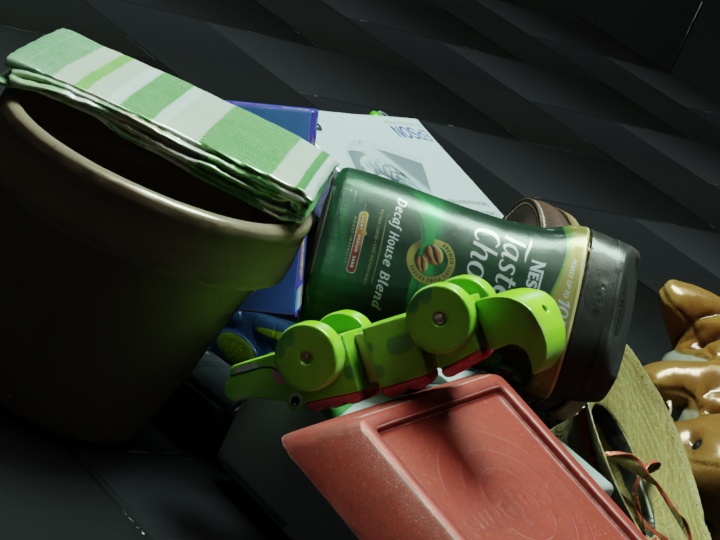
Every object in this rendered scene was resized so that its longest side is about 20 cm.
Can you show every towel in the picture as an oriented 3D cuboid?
[{"bbox_3d":[-0.112,-0.090,1.232,0.199,0.024,0.153,24,15,0],"label":"towel"}]

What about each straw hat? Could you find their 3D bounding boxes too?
[{"bbox_3d":[0.161,0.144,1.381,0.201,0.085,0.202,48,27,-35],"label":"straw hat"}]

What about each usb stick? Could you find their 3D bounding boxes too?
[{"bbox_3d":[-0.124,0.056,1.334,0.055,0.033,0.200,0,24,-42],"label":"usb stick"}]

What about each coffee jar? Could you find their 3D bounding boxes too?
[{"bbox_3d":[0.067,0.011,1.234,0.198,0.105,0.085,14,-19,0],"label":"coffee jar"}]

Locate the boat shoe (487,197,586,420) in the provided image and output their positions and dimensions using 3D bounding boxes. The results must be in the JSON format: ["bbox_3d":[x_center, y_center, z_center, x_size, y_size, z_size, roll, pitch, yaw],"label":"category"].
[{"bbox_3d":[0.111,0.012,1.353,0.070,0.071,0.201,26,30,-20],"label":"boat shoe"}]

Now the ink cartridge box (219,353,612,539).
[{"bbox_3d":[0.037,0.127,1.255,0.199,0.084,0.146,8,24,-46],"label":"ink cartridge box"}]

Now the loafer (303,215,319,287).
[{"bbox_3d":[0.000,0.000,1.438,0.073,0.071,0.200,20,15,-32],"label":"loafer"}]

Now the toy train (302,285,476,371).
[{"bbox_3d":[-0.015,0.043,1.531,0.199,0.056,0.150,35,14,28],"label":"toy train"}]

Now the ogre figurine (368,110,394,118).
[{"bbox_3d":[0.043,-0.022,1.611,0.098,0.201,0.120,-17,47,-37],"label":"ogre figurine"}]

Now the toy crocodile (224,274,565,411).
[{"bbox_3d":[0.017,0.046,1.138,0.198,0.062,0.067,-16,-1,18],"label":"toy crocodile"}]

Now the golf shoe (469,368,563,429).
[{"bbox_3d":[0.104,0.096,1.454,0.088,0.078,0.200,23,-10,23],"label":"golf shoe"}]

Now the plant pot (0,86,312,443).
[{"bbox_3d":[-0.151,0.003,1.231,0.199,0.176,0.200,22,17,-7],"label":"plant pot"}]

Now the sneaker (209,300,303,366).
[{"bbox_3d":[-0.080,0.039,1.435,0.199,0.071,0.083,34,5,25],"label":"sneaker"}]

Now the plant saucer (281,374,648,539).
[{"bbox_3d":[0.080,0.136,1.112,0.200,0.037,0.199,49,29,18],"label":"plant saucer"}]

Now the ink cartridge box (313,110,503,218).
[{"bbox_3d":[0.045,-0.031,1.423,0.200,0.041,0.199,50,23,19],"label":"ink cartridge box"}]

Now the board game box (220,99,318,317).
[{"bbox_3d":[-0.133,-0.048,1.335,0.198,0.136,0.045,6,6,3],"label":"board game box"}]

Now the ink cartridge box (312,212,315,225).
[{"bbox_3d":[-0.136,-0.081,1.516,0.145,0.084,0.200,0,5,-28],"label":"ink cartridge box"}]

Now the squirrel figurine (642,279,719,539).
[{"bbox_3d":[0.296,0.130,1.563,0.198,0.142,0.187,21,23,-5],"label":"squirrel figurine"}]
